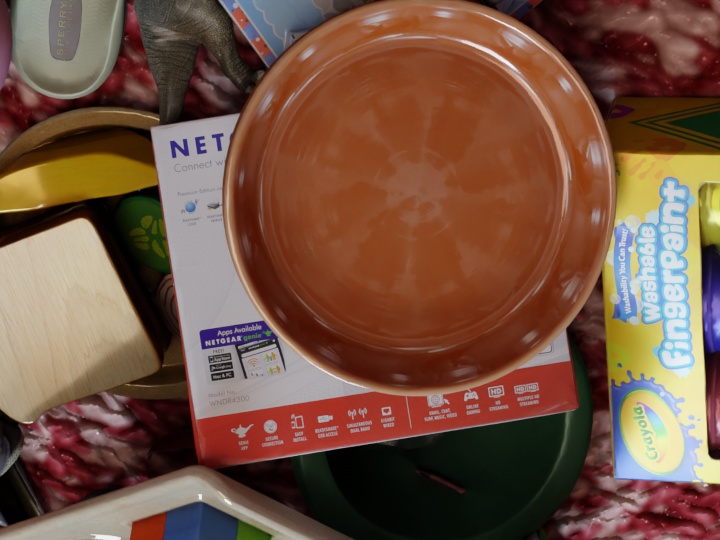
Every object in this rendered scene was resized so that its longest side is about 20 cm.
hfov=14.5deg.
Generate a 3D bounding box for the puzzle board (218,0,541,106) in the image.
[{"bbox_3d":[-0.009,-0.178,1.416,0.151,0.017,0.200,-39,108,-7],"label":"puzzle board"}]

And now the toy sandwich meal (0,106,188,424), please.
[{"bbox_3d":[-0.140,0.002,1.574,0.205,0.070,0.206,6,119,11],"label":"toy sandwich meal"}]

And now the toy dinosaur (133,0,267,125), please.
[{"bbox_3d":[-0.075,-0.158,1.481,0.102,0.077,0.200,33,126,9],"label":"toy dinosaur"}]

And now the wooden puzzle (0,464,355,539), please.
[{"bbox_3d":[-0.084,0.169,1.532,0.200,0.046,0.185,-15,147,41],"label":"wooden puzzle"}]

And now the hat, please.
[{"bbox_3d":[0.009,0.065,1.603,0.199,0.176,0.166,9,99,-19],"label":"hat"}]

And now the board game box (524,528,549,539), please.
[{"bbox_3d":[0.049,0.204,1.512,0.153,0.200,0.040,-37,87,2],"label":"board game box"}]

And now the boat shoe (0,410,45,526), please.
[{"bbox_3d":[-0.227,0.104,1.655,0.065,0.072,0.200,-9,119,12],"label":"boat shoe"}]

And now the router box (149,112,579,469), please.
[{"bbox_3d":[0.000,0.000,1.472,0.199,0.049,0.180,-9,89,-4],"label":"router box"}]

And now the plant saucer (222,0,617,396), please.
[{"bbox_3d":[0.029,-0.038,1.420,0.200,0.032,0.201,-1,98,-10],"label":"plant saucer"}]

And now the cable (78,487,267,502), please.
[{"bbox_3d":[-0.089,0.199,1.674,0.200,0.051,0.163,43,118,-15],"label":"cable"}]

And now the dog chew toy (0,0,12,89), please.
[{"bbox_3d":[-0.265,-0.093,1.528,0.124,0.125,0.200,29,134,-3],"label":"dog chew toy"}]

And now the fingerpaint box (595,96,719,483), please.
[{"bbox_3d":[0.214,0.014,1.491,0.166,0.073,0.201,2,118,13],"label":"fingerpaint box"}]

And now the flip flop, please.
[{"bbox_3d":[-0.159,-0.177,1.488,0.081,0.058,0.200,11,120,8],"label":"flip flop"}]
